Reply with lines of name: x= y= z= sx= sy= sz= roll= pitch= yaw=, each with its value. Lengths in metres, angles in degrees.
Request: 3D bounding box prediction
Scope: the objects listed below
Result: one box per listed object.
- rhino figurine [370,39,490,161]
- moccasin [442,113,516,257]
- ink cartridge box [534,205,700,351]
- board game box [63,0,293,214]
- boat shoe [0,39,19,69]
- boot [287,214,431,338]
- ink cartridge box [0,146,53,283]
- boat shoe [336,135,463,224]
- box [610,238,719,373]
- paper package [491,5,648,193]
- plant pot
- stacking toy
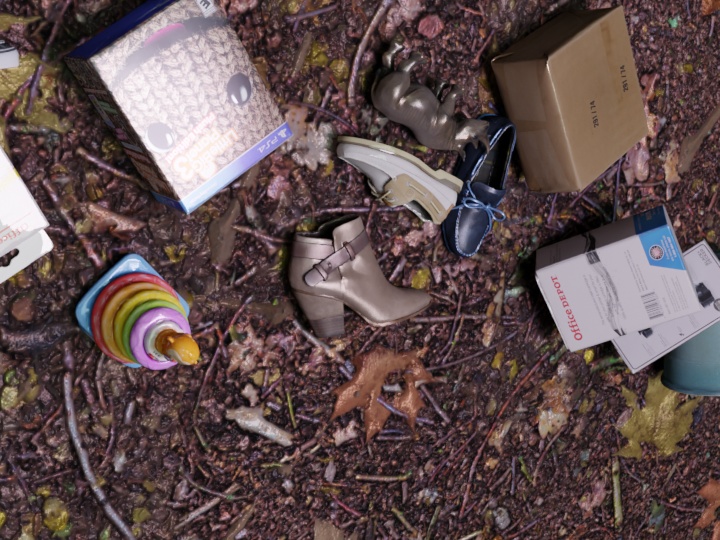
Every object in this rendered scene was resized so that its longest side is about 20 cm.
rhino figurine: x=0.096 y=-0.208 z=1.329 sx=0.199 sy=0.060 sz=0.088 roll=33 pitch=90 yaw=-25
moccasin: x=0.163 y=-0.115 z=1.397 sx=0.080 sy=0.068 sz=0.201 roll=4 pitch=100 yaw=-32
ink cartridge box: x=0.370 y=0.013 z=1.478 sx=0.199 sy=0.084 sz=0.145 roll=-20 pitch=111 yaw=19
board game box: x=-0.200 y=-0.194 z=1.137 sx=0.159 sy=0.097 sz=0.201 roll=-40 pitch=119 yaw=-17
boat shoe: x=-0.439 y=-0.235 z=1.001 sx=0.199 sy=0.072 sz=0.068 roll=1 pitch=103 yaw=-24
boot: x=0.000 y=0.000 z=1.327 sx=0.199 sy=0.070 sz=0.147 roll=-16 pitch=108 yaw=-28
ink cartridge box: x=-0.408 y=-0.071 z=1.058 sx=0.116 sy=0.067 sz=0.201 roll=-36 pitch=118 yaw=-19
boat shoe: x=0.049 y=-0.116 z=1.323 sx=0.199 sy=0.075 sz=0.069 roll=20 pitch=89 yaw=-32
box: x=0.468 y=0.054 z=1.547 sx=0.200 sy=0.060 sz=0.117 roll=-37 pitch=83 yaw=18
paper package: x=0.297 y=-0.239 z=1.415 sx=0.190 sy=0.103 sz=0.201 roll=-37 pitch=119 yaw=-30
plant pot: x=0.574 y=0.077 z=1.635 sx=0.199 sy=0.200 sz=0.198 roll=-16 pitch=103 yaw=-27
stacking toy: x=-0.226 y=0.069 z=1.126 sx=0.110 sy=0.200 sz=0.116 roll=-48 pitch=122 yaw=-13
